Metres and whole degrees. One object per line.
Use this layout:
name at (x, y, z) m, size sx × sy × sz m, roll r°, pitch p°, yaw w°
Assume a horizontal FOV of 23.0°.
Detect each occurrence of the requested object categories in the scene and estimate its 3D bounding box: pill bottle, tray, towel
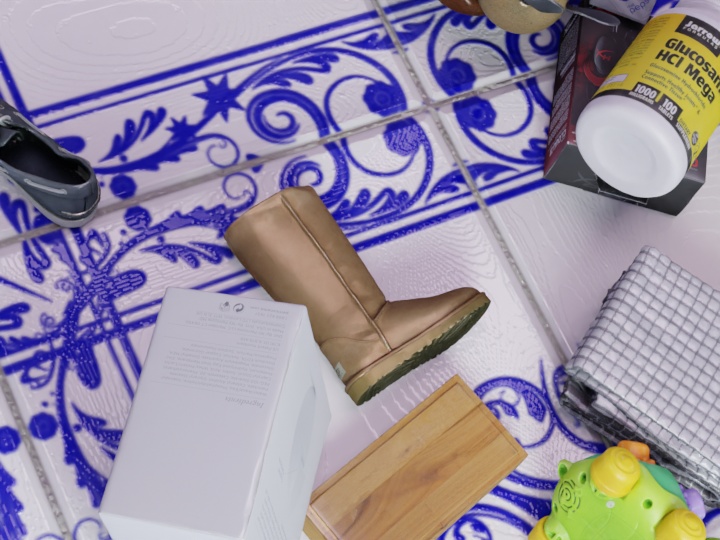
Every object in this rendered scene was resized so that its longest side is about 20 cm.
pill bottle at (0.295, -0.174, 1.668) m, size 0.112 × 0.113 × 0.201 m, roll 35°, pitch 60°, yaw 4°
tray at (0.045, 0.188, 1.552) m, size 0.199 × 0.037 × 0.099 m, roll -37°, pitch 78°, yaw -27°
towel at (0.293, 0.102, 1.639) m, size 0.199 × 0.086 × 0.166 m, roll 33°, pitch 62°, yaw 0°

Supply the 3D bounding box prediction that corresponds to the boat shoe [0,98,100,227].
boat shoe at (-0.315, -0.120, 1.588) m, size 0.199 × 0.062 × 0.073 m, roll 38°, pitch 61°, yaw 4°

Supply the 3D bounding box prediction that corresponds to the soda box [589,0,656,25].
soda box at (0.281, -0.330, 1.810) m, size 0.063 × 0.069 × 0.201 m, roll 20°, pitch 35°, yaw -1°

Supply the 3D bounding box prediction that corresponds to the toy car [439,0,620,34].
toy car at (0.159, -0.294, 1.702) m, size 0.163 × 0.159 × 0.200 m, roll 5°, pitch 29°, yaw -41°

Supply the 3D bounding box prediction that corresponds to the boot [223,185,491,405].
boot at (0.000, 0.000, 1.616) m, size 0.174 × 0.066 × 0.201 m, roll -30°, pitch 74°, yaw -26°

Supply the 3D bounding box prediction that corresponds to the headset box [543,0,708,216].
headset box at (0.268, -0.155, 1.761) m, size 0.147 × 0.075 × 0.202 m, roll 16°, pitch 61°, yaw -8°

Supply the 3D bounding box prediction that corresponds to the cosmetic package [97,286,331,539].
cosmetic package at (-0.110, 0.154, 1.418) m, size 0.121 × 0.200 × 0.202 m, roll 7°, pitch 60°, yaw 10°

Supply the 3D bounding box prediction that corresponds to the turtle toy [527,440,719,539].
turtle toy at (0.250, 0.232, 1.542) m, size 0.200 × 0.146 × 0.101 m, roll 42°, pitch 40°, yaw 7°
